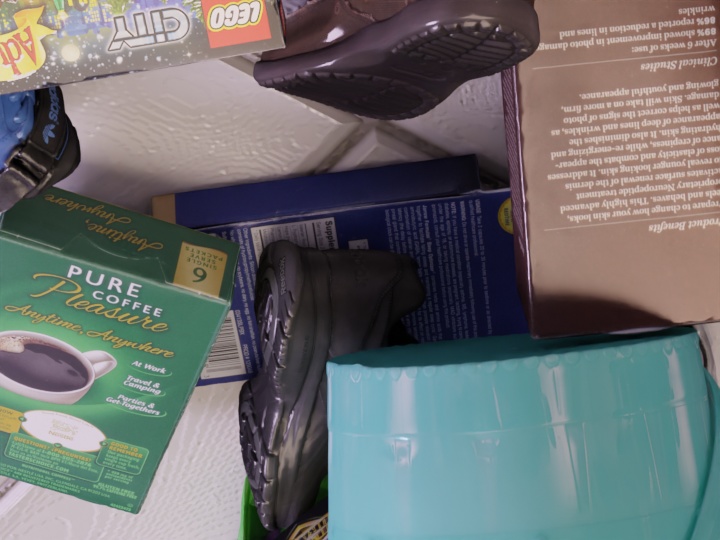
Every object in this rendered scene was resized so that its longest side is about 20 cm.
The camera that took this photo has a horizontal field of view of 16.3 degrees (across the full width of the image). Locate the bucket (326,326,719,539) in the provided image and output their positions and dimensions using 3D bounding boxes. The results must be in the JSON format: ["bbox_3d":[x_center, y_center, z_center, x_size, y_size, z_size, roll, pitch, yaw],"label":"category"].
[{"bbox_3d":[0.077,0.100,1.180,0.206,0.207,0.135,-5,92,-2],"label":"bucket"}]

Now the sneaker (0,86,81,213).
[{"bbox_3d":[-0.165,-0.095,1.146,0.111,0.077,0.200,23,130,-24],"label":"sneaker"}]

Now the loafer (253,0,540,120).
[{"bbox_3d":[0.020,-0.116,1.123,0.073,0.071,0.200,15,166,-30],"label":"loafer"}]

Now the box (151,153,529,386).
[{"bbox_3d":[0.000,0.000,1.296,0.199,0.032,0.121,-6,137,2],"label":"box"}]

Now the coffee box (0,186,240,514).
[{"bbox_3d":[-0.144,0.042,1.288,0.123,0.044,0.200,17,139,-7],"label":"coffee box"}]

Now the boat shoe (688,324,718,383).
[{"bbox_3d":[0.154,0.041,1.313,0.072,0.069,0.200,-34,140,-7],"label":"boat shoe"}]

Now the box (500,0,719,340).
[{"bbox_3d":[0.116,-0.076,1.143,0.100,0.075,0.201,-5,106,-1],"label":"box"}]

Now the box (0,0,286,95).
[{"bbox_3d":[-0.139,-0.144,1.033,0.199,0.038,0.137,-9,114,3],"label":"box"}]

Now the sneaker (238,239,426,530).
[{"bbox_3d":[-0.013,0.065,1.293,0.090,0.076,0.200,-3,141,-15],"label":"sneaker"}]

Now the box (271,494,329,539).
[{"bbox_3d":[0.065,0.153,1.330,0.200,0.046,0.159,-38,116,-3],"label":"box"}]

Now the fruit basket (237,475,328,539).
[{"bbox_3d":[0.032,0.168,1.407,0.215,0.156,0.216,1,153,1],"label":"fruit basket"}]
